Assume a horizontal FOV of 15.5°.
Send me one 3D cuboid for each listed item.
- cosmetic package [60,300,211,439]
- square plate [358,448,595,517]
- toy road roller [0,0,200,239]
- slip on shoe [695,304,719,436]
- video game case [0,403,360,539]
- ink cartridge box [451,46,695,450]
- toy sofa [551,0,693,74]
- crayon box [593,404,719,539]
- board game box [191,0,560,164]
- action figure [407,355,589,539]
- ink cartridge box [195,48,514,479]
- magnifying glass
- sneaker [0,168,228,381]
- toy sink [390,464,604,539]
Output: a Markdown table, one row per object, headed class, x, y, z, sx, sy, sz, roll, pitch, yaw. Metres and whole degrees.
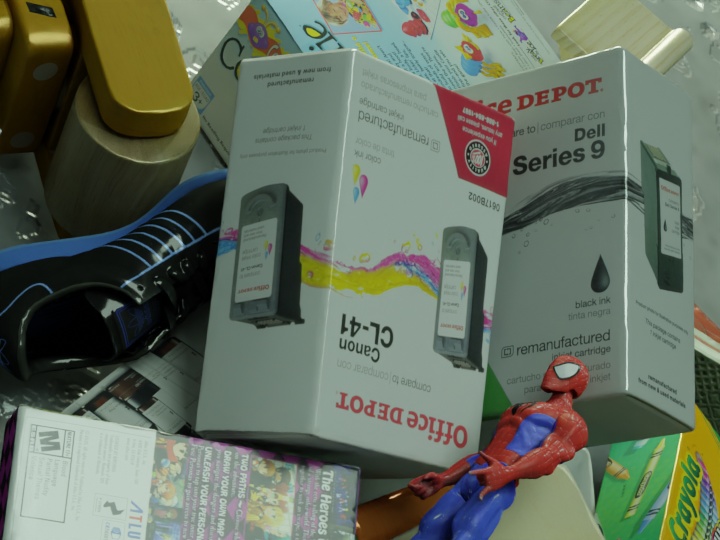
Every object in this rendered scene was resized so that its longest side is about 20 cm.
| class | x | y | z | sx | sy | sz | roll | pitch | yaw |
| --- | --- | --- | --- | --- | --- | --- | --- | --- | --- |
| cosmetic package | -0.079 | 0.069 | 1.417 | 0.082 | 0.051 | 0.200 | 38 | 43 | 12 |
| square plate | 0.041 | 0.155 | 1.463 | 0.199 | 0.028 | 0.199 | 17 | 44 | -18 |
| toy road roller | -0.185 | -0.111 | 1.455 | 0.145 | 0.123 | 0.201 | -5 | 55 | -26 |
| slip on shoe | 0.210 | 0.057 | 1.666 | 0.200 | 0.074 | 0.061 | 40 | 38 | 3 |
| video game case | -0.094 | 0.178 | 1.283 | 0.180 | 0.036 | 0.201 | 11 | 67 | -17 |
| ink cartridge box | 0.104 | -0.007 | 1.464 | 0.084 | 0.145 | 0.201 | 27 | 58 | -50 |
| toy sofa | 0.124 | -0.067 | 1.600 | 0.097 | 0.200 | 0.083 | 41 | 40 | 7 |
| crayon box | 0.186 | 0.175 | 1.505 | 0.119 | 0.058 | 0.200 | 52 | 26 | -15 |
| board game box | 0.008 | -0.116 | 1.619 | 0.199 | 0.103 | 0.105 | -18 | 68 | -46 |
| action figure | 0.058 | 0.113 | 1.323 | 0.052 | 0.065 | 0.200 | 53 | 56 | -15 |
| ink cartridge box | 0.000 | 0.000 | 1.384 | 0.147 | 0.085 | 0.201 | 18 | 73 | -49 |
| magnifying glass | -0.022 | 0.144 | 1.387 | 0.199 | 0.022 | 0.080 | -15 | 78 | -45 |
| sneaker | -0.106 | 0.007 | 1.397 | 0.199 | 0.070 | 0.078 | -21 | 36 | -13 |
| toy sink | 0.100 | 0.208 | 1.334 | 0.130 | 0.112 | 0.201 | -25 | 87 | -10 |
